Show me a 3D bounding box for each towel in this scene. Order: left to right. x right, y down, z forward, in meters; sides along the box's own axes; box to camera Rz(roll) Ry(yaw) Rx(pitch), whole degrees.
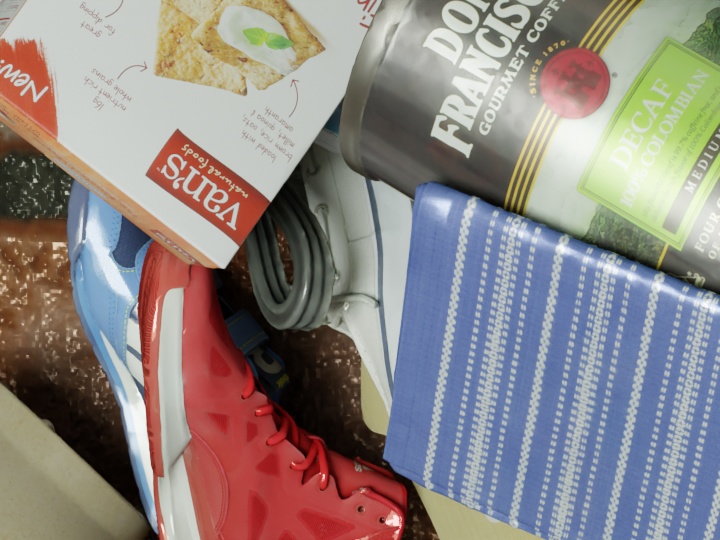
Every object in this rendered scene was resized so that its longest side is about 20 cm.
[{"bbox_3d":[0.101,0.055,1.211,0.199,0.024,0.146,22,126,23],"label":"towel"}]

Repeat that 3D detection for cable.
[{"bbox_3d":[-0.047,-0.051,1.351,0.200,0.050,0.098,45,115,45],"label":"cable"}]

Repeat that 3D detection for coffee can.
[{"bbox_3d":[0.113,-0.058,1.246,0.199,0.146,0.147,31,107,18],"label":"coffee can"}]

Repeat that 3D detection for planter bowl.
[{"bbox_3d":[-0.185,0.130,1.417,0.200,0.200,0.135,41,84,13],"label":"planter bowl"}]

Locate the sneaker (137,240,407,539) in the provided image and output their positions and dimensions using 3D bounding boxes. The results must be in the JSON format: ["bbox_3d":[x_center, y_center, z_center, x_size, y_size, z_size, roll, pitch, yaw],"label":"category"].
[{"bbox_3d":[-0.039,0.071,1.345,0.115,0.079,0.201,-5,122,-4],"label":"sneaker"}]

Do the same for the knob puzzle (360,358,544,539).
[{"bbox_3d":[0.085,0.020,1.355,0.218,0.030,0.221,-4,82,29],"label":"knob puzzle"}]

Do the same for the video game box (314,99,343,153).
[{"bbox_3d":[-0.040,-0.180,1.297,0.181,0.047,0.201,27,82,-17],"label":"video game box"}]

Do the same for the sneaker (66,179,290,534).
[{"bbox_3d":[-0.079,0.035,1.413,0.082,0.074,0.201,-17,98,24],"label":"sneaker"}]

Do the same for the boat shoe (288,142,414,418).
[{"bbox_3d":[-0.003,-0.002,1.348,0.086,0.074,0.203,-21,71,25],"label":"boat shoe"}]

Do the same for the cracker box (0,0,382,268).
[{"bbox_3d":[-0.059,-0.119,1.239,0.134,0.058,0.201,37,81,-18],"label":"cracker box"}]
